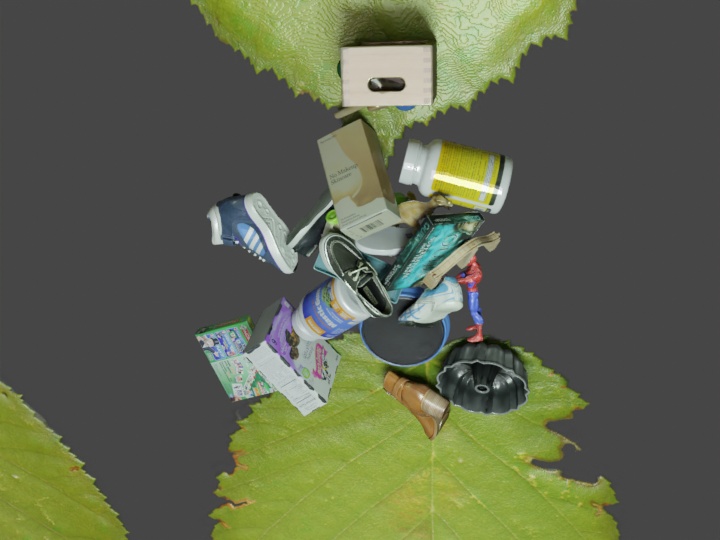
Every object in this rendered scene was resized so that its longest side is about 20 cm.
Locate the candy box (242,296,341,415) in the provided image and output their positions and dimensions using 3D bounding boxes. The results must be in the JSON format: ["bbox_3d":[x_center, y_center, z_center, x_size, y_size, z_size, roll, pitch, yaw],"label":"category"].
[{"bbox_3d":[-0.143,0.184,1.814,0.071,0.168,0.200,-33,111,26],"label":"candy box"}]

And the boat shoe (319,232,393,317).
[{"bbox_3d":[-0.002,0.008,1.624,0.071,0.064,0.200,-43,108,-16],"label":"boat shoe"}]

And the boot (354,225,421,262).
[{"bbox_3d":[0.080,-0.037,1.679,0.199,0.074,0.096,-3,139,-15],"label":"boot"}]

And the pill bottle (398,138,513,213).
[{"bbox_3d":[0.178,-0.184,1.588,0.199,0.113,0.113,14,121,0],"label":"pill bottle"}]

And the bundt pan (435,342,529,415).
[{"bbox_3d":[0.266,0.226,1.811,0.201,0.076,0.202,9,140,8],"label":"bundt pan"}]

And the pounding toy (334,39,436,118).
[{"bbox_3d":[0.035,-0.333,1.499,0.199,0.184,0.143,0,108,8],"label":"pounding toy"}]

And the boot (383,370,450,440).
[{"bbox_3d":[0.120,0.304,1.896,0.155,0.077,0.200,27,160,16],"label":"boot"}]

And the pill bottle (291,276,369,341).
[{"bbox_3d":[-0.059,0.078,1.753,0.112,0.112,0.200,41,138,-15],"label":"pill bottle"}]

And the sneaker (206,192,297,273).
[{"bbox_3d":[-0.233,-0.066,1.745,0.146,0.081,0.200,-15,122,27],"label":"sneaker"}]

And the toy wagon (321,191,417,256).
[{"bbox_3d":[0.023,-0.096,1.677,0.200,0.040,0.155,-35,134,0],"label":"toy wagon"}]

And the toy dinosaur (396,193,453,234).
[{"bbox_3d":[0.101,-0.105,1.607,0.200,0.058,0.101,-23,148,32],"label":"toy dinosaur"}]

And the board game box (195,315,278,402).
[{"bbox_3d":[-0.276,0.205,1.928,0.134,0.029,0.200,-15,116,15],"label":"board game box"}]

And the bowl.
[{"bbox_3d":[0.093,0.123,1.820,0.200,0.039,0.201,4,120,7],"label":"bowl"}]

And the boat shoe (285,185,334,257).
[{"bbox_3d":[-0.070,-0.108,1.696,0.060,0.076,0.200,34,122,-20],"label":"boat shoe"}]

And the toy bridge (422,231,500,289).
[{"bbox_3d":[0.206,-0.032,1.633,0.027,0.200,0.067,48,146,17],"label":"toy bridge"}]

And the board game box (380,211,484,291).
[{"bbox_3d":[0.138,-0.036,1.623,0.135,0.028,0.200,-8,146,-36],"label":"board game box"}]

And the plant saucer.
[{"bbox_3d":[0.000,0.000,1.672,0.200,0.019,0.070,24,85,-26],"label":"plant saucer"}]

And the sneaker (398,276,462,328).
[{"bbox_3d":[0.142,0.069,1.704,0.072,0.073,0.200,12,154,-26],"label":"sneaker"}]

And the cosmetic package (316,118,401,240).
[{"bbox_3d":[-0.004,-0.170,1.576,0.105,0.201,0.071,-25,156,19],"label":"cosmetic package"}]

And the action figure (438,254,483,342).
[{"bbox_3d":[0.208,0.053,1.746,0.099,0.065,0.201,-2,120,2],"label":"action figure"}]
